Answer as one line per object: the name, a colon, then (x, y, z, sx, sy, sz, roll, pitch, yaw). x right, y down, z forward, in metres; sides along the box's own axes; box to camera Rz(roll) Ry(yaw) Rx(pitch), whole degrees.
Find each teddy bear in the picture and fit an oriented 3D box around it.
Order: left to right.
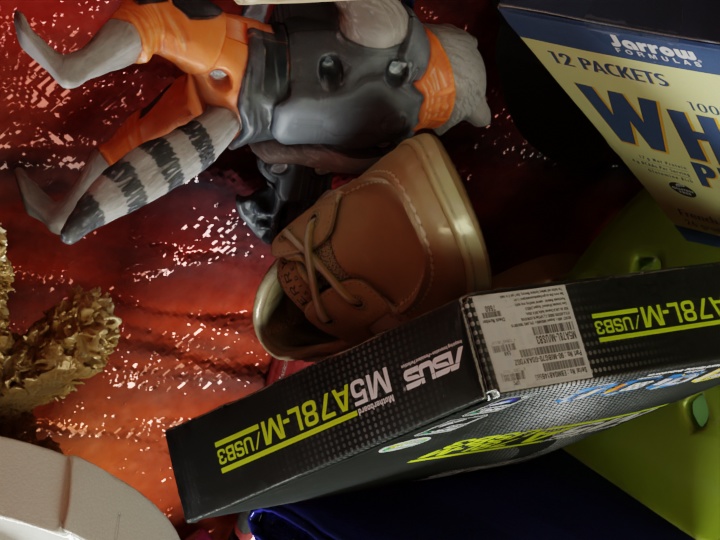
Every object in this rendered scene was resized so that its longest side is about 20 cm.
teddy bear: (-0.173, 0.021, 1.160, 0.144, 0.067, 0.200, -22, 146, 14)

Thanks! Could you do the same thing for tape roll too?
tape roll: (-0.174, 0.123, 1.216, 0.201, 0.037, 0.203, 3, 150, 2)

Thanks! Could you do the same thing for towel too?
towel: (0.064, 0.125, 1.276, 0.199, 0.147, 0.050, -12, 120, -50)

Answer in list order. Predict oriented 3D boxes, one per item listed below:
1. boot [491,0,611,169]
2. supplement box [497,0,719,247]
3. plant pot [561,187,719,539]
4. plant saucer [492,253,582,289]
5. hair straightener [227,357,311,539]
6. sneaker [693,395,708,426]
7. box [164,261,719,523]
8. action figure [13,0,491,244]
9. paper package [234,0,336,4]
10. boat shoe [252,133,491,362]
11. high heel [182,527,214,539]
boot: (0.091, -0.140, 1.215, 0.075, 0.073, 0.201, -47, 146, -30)
supplement box: (0.185, -0.129, 1.155, 0.200, 0.134, 0.201, 44, 66, -50)
plant pot: (0.215, 0.021, 1.322, 0.198, 0.200, 0.182, -4, 119, -50)
plant saucer: (0.048, 0.073, 1.378, 0.200, 0.032, 0.201, -34, 149, -24)
hair straightener: (-0.012, 0.083, 1.364, 0.077, 0.041, 0.201, -7, 128, -30)
sneaker: (0.205, 0.118, 1.496, 0.200, 0.118, 0.074, 20, 115, -47)
box: (0.054, 0.047, 1.185, 0.199, 0.048, 0.193, -6, 164, -43)
action figure: (-0.038, -0.053, 1.168, 0.192, 0.105, 0.201, -13, 137, -14)
paper package: (0.008, -0.186, 0.986, 0.190, 0.200, 0.104, -5, 132, -31)
boat shoe: (0.000, 0.000, 1.173, 0.065, 0.072, 0.200, -20, 174, -16)
high heel: (-0.153, 0.184, 1.378, 0.199, 0.067, 0.097, -12, 102, -16)
